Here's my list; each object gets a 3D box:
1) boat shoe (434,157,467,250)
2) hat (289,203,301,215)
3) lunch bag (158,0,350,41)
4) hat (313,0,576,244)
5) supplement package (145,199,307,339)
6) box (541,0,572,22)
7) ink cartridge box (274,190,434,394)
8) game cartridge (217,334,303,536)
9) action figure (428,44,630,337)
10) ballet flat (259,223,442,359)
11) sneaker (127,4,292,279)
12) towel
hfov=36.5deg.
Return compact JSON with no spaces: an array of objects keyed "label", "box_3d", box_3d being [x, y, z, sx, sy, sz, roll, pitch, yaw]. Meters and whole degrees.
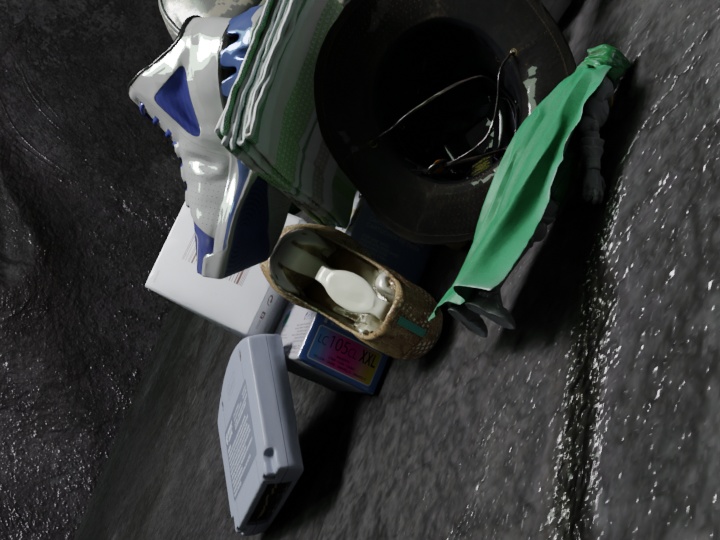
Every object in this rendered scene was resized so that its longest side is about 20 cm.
[{"label":"boat shoe","box_3d":[0.077,-0.107,0.876,0.073,0.063,0.202,-47,22,52]},{"label":"hat","box_3d":[-0.069,-0.063,1.098,0.201,0.164,0.177,84,162,-55]},{"label":"lunch bag","box_3d":[-0.075,-0.179,0.945,0.140,0.167,0.200,-57,-24,-15]},{"label":"hat","box_3d":[0.069,-0.119,0.776,0.202,0.200,0.081,-60,-20,15]},{"label":"supplement package","box_3d":[-0.101,0.007,1.064,0.118,0.116,0.200,-65,-17,-7]},{"label":"box","box_3d":[0.094,-0.253,0.908,0.199,0.039,0.042,31,82,43]},{"label":"ink cartridge box","box_3d":[0.000,0.000,0.949,0.202,0.076,0.136,-68,14,-10]},{"label":"game cartridge","box_3d":[-0.091,0.140,0.952,0.200,0.040,0.135,118,141,-59]},{"label":"action figure","box_3d":[0.113,-0.057,0.663,0.201,0.054,0.118,-60,10,-15]},{"label":"ballet flat","box_3d":[-0.021,0.003,0.832,0.199,0.065,0.071,24,86,40]},{"label":"sneaker","box_3d":[-0.115,-0.104,0.830,0.080,0.114,0.202,-19,-61,-58]},{"label":"towel","box_3d":[-0.029,-0.125,0.824,0.200,0.030,0.151,37,-109,-63]}]
